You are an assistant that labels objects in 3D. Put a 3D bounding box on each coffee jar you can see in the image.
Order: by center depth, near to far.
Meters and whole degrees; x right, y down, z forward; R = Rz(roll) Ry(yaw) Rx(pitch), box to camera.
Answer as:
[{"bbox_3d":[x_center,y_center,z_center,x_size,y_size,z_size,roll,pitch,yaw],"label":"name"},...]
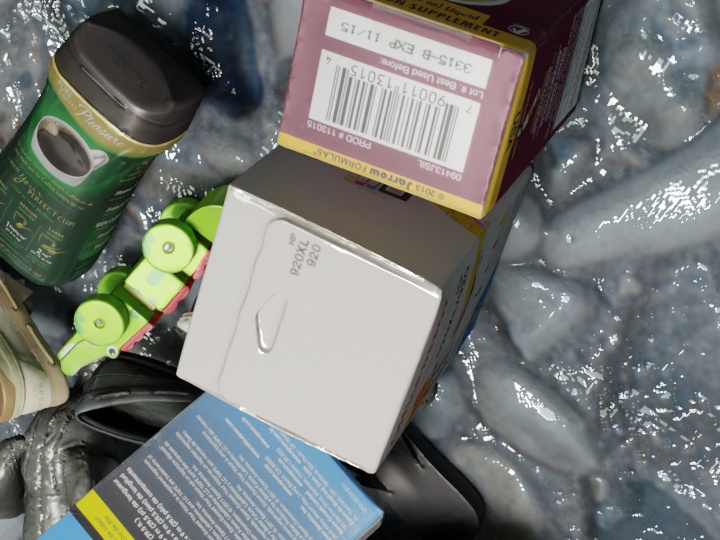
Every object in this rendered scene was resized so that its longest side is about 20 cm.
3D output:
[{"bbox_3d":[-0.199,-0.088,1.044,0.104,0.085,0.200,43,124,3],"label":"coffee jar"}]

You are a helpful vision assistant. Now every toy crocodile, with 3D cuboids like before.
[{"bbox_3d":[-0.152,0.009,1.067,0.062,0.068,0.200,42,109,-9],"label":"toy crocodile"}]

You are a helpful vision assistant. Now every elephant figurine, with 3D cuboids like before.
[{"bbox_3d":[-0.230,0.163,1.135,0.141,0.155,0.200,-19,123,-5],"label":"elephant figurine"}]

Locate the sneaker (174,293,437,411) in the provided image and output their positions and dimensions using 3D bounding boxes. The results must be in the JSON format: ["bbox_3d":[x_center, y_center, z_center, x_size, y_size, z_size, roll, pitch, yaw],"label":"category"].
[{"bbox_3d":[-0.035,0.048,1.042,0.200,0.079,0.074,20,164,17],"label":"sneaker"}]

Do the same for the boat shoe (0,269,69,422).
[{"bbox_3d":[-0.290,0.035,1.131,0.200,0.065,0.072,52,135,34],"label":"boat shoe"}]

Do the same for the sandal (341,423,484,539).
[{"bbox_3d":[0.010,0.137,1.086,0.200,0.043,0.076,39,123,2],"label":"sandal"}]

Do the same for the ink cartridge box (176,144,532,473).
[{"bbox_3d":[0.000,0.000,0.932,0.144,0.200,0.148,25,122,11],"label":"ink cartridge box"}]

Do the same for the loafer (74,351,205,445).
[{"bbox_3d":[-0.114,0.116,1.064,0.200,0.070,0.068,14,128,14],"label":"loafer"}]

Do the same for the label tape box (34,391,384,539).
[{"bbox_3d":[-0.104,0.180,0.980,0.200,0.063,0.144,-40,80,-10],"label":"label tape box"}]

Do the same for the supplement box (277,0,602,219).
[{"bbox_3d":[0.055,-0.128,0.847,0.131,0.200,0.103,20,120,13],"label":"supplement box"}]
